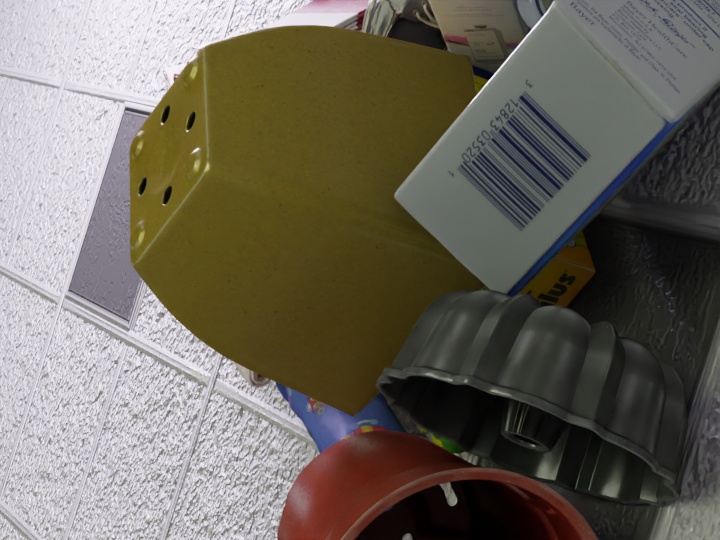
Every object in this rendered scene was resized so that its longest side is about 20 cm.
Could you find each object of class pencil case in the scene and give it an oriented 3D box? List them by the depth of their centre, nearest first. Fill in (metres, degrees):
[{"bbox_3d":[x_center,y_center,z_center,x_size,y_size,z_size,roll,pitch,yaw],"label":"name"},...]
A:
[{"bbox_3d":[-0.007,0.124,1.583,0.078,0.087,0.200,-30,35,-1],"label":"pencil case"}]

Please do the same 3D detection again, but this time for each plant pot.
[{"bbox_3d":[0.037,0.200,1.344,0.195,0.200,0.202,-145,74,-71],"label":"plant pot"},{"bbox_3d":[-0.048,-0.049,1.381,0.194,0.199,0.196,-48,36,40],"label":"plant pot"}]

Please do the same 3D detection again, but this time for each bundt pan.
[{"bbox_3d":[0.115,0.073,1.259,0.202,0.201,0.076,-5,59,62],"label":"bundt pan"}]

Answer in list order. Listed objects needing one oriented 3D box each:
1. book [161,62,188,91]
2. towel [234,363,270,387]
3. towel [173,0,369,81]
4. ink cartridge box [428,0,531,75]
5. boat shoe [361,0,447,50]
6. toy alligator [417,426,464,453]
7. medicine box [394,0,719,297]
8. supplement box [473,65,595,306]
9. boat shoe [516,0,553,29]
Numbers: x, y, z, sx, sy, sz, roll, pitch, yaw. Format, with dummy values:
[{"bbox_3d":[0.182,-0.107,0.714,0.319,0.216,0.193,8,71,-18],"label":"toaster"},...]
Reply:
[{"bbox_3d":[-0.131,-0.072,1.850,0.134,0.048,0.201,-108,6,-52],"label":"book"},{"bbox_3d":[-0.081,-0.020,1.689,0.200,0.032,0.192,-134,60,-69],"label":"towel"},{"bbox_3d":[-0.054,-0.205,1.782,0.144,0.200,0.023,14,130,60],"label":"towel"},{"bbox_3d":[0.101,-0.217,1.519,0.200,0.067,0.117,58,-144,-64],"label":"ink cartridge box"},{"bbox_3d":[0.059,-0.229,1.668,0.073,0.074,0.201,37,109,62],"label":"boat shoe"},{"bbox_3d":[0.054,0.081,1.524,0.054,0.059,0.200,-29,26,-8],"label":"toy alligator"},{"bbox_3d":[0.146,-0.105,1.287,0.182,0.103,0.200,-50,-7,38],"label":"medicine box"},{"bbox_3d":[0.080,-0.047,1.481,0.109,0.109,0.200,-53,32,34],"label":"supplement box"},{"bbox_3d":[0.180,-0.243,1.389,0.200,0.072,0.062,-54,29,-18],"label":"boat shoe"}]
